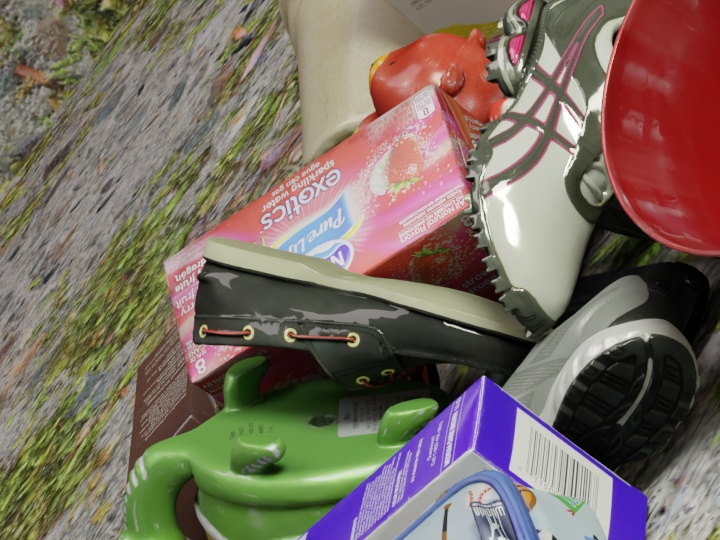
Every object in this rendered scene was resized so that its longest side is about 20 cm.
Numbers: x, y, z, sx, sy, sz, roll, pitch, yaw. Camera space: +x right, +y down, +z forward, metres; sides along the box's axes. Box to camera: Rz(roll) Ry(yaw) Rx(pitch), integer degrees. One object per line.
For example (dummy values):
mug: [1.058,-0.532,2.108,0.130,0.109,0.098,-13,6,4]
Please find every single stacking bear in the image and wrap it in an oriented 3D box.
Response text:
stacking bear: [0.029,-0.056,1.725,0.121,0.113,0.200,-47,-19,-55]

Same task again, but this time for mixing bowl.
mixing bowl: [0.220,-0.081,1.294,0.200,0.108,0.201,-28,49,38]

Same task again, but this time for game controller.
game controller: [0.119,0.049,1.508,0.200,0.042,0.105,-13,57,68]

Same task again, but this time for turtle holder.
turtle holder: [-0.029,0.128,1.497,0.185,0.132,0.141,-19,23,-24]

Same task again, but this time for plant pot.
plant pot: [0.035,-0.118,1.870,0.200,0.200,0.184,-40,32,40]

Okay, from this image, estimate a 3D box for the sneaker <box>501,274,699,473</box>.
sneaker: [0.094,0.082,1.402,0.200,0.074,0.079,-46,24,29]

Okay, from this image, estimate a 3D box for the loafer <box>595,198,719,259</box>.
loafer: [0.155,-0.051,1.471,0.200,0.072,0.063,18,79,49]

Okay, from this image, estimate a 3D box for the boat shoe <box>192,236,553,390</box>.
boat shoe: [0.005,0.031,1.471,0.074,0.201,0.063,2,-81,-68]

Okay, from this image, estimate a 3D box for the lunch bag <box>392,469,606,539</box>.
lunch bag: [0.044,0.195,1.261,0.200,0.075,0.161,-46,40,30]

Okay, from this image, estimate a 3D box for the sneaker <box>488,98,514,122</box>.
sneaker: [0.098,-0.050,1.664,0.200,0.093,0.070,-56,15,-12]

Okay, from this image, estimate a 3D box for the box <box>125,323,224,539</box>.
box: [-0.095,0.107,1.872,0.075,0.100,0.200,-48,16,16]

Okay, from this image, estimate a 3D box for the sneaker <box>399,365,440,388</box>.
sneaker: [0.023,0.089,1.642,0.070,0.090,0.201,-28,51,23]

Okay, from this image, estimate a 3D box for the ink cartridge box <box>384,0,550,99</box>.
ink cartridge box: [0.120,-0.208,1.746,0.145,0.200,0.147,-31,27,54]

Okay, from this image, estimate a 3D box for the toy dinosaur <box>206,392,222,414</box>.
toy dinosaur: [-0.033,0.157,1.704,0.181,0.105,0.200,-38,55,8]

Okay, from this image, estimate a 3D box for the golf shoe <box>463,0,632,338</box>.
golf shoe: [0.106,-0.062,1.418,0.088,0.077,0.201,-11,54,28]

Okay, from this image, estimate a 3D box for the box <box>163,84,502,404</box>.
box: [0.000,0.000,1.577,0.200,0.100,0.096,-32,49,20]

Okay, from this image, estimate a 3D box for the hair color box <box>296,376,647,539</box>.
hair color box: [0.034,0.153,1.374,0.200,0.109,0.065,-43,19,30]
